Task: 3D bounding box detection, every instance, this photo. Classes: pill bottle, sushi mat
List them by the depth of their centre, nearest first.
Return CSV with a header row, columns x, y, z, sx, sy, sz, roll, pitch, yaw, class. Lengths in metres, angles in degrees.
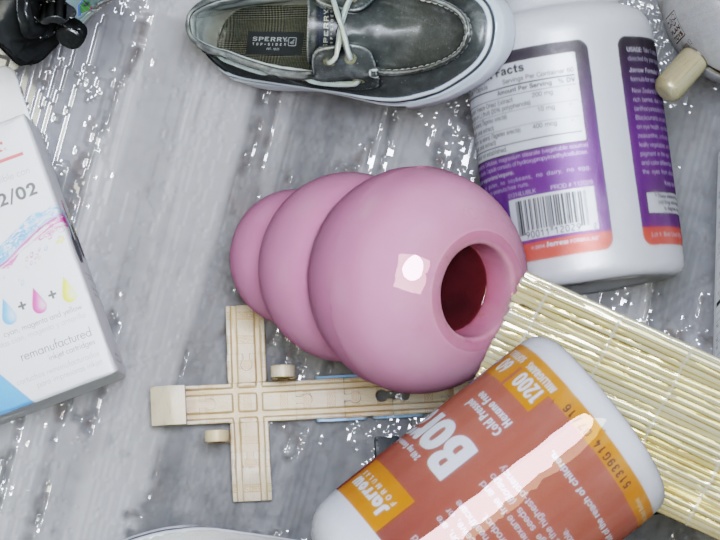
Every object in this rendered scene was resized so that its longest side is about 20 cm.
x,y,z,sx,sy,sz,roll,pitch,yaw,class
0.048,0.134,1.425,0.200,0.112,0.112,-38,86,-7,pill bottle
0.158,0.081,1.490,0.199,0.012,0.096,24,108,3,sushi mat
0.119,-0.089,1.601,0.111,0.111,0.201,-7,85,0,pill bottle

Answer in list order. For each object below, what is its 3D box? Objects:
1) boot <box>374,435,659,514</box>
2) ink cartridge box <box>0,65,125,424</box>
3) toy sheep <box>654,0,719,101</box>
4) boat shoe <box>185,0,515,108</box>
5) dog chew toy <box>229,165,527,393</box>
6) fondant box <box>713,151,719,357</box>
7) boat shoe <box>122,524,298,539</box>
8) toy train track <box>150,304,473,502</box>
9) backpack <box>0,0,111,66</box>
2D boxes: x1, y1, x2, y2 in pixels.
x,y,z,sx,sy,sz,roll,pitch,yaw,class
0.108,0.120,1.557,0.199,0.165,0.066,-1,91,1,boot
-0.224,-0.014,1.620,0.115,0.068,0.201,-20,85,-1,ink cartridge box
0.238,-0.165,1.597,0.138,0.138,0.200,42,65,4,toy sheep
-0.011,-0.129,1.584,0.199,0.071,0.073,-2,83,32,boat shoe
0.000,0.000,1.567,0.124,0.199,0.125,-6,100,-39,dog chew toy
0.274,0.021,1.570,0.143,0.058,0.201,10,64,-11,fondant box
-0.062,0.185,1.599,0.199,0.070,0.071,6,85,1,boat shoe
-0.023,0.074,1.627,0.199,0.033,0.115,-3,85,-1,toy train track
-0.171,-0.236,1.611,0.200,0.127,0.167,-44,97,-4,backpack
